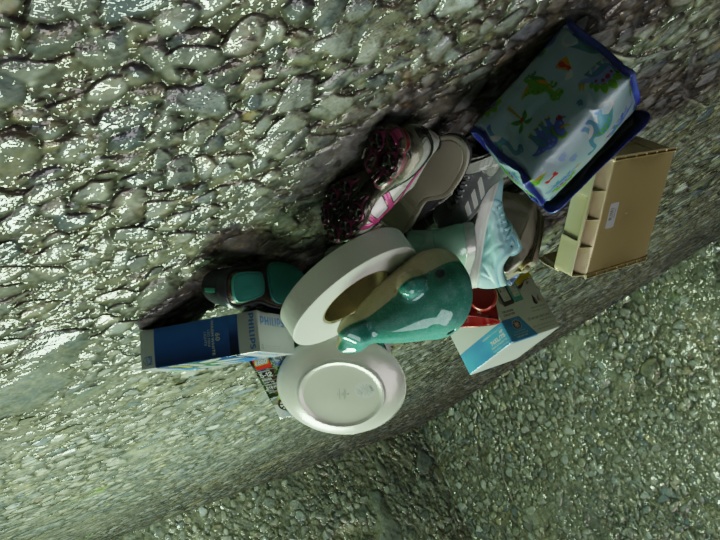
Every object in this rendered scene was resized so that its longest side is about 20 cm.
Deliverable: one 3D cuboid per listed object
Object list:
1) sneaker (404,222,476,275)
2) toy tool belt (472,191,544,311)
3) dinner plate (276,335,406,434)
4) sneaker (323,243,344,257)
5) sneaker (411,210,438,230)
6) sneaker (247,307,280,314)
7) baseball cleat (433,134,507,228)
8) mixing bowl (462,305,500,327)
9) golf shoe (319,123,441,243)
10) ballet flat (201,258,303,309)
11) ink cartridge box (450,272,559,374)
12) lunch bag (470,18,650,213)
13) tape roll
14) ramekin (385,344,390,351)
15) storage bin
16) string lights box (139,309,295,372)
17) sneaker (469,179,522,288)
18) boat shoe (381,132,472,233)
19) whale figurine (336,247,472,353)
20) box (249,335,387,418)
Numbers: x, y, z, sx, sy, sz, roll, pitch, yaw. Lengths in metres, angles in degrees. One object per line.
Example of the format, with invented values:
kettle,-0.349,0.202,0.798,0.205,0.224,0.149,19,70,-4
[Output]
sneaker,0.105,-0.007,1.124,0.116,0.075,0.201,-3,150,1
toy tool belt,0.234,-0.028,1.260,0.123,0.123,0.203,17,91,-77
dinner plate,-0.029,0.181,1.131,0.196,0.024,0.203,0,125,0
sneaker,0.000,0.000,1.147,0.103,0.077,0.200,-16,167,-16
sneaker,0.132,-0.048,1.208,0.079,0.075,0.199,-37,160,16
sneaker,-0.092,0.101,1.193,0.196,0.073,0.083,1,155,13
baseball cleat,0.145,-0.131,1.036,0.105,0.071,0.200,8,139,-37
mixing bowl,0.155,0.039,1.362,0.196,0.111,0.200,2,171,0
golf shoe,0.024,-0.098,0.918,0.091,0.074,0.200,-9,155,-40
ballet flat,-0.147,0.020,1.034,0.073,0.074,0.199,-33,167,22
ink cartridge box,0.258,0.071,1.492,0.145,0.202,0.146,-12,156,-37
lunch bag,0.246,-0.167,0.908,0.170,0.128,0.199,-45,158,11
tape roll,-0.014,0.023,0.993,0.201,0.037,0.203,-33,161,-13
ramekin,-0.039,0.144,1.279,0.196,0.099,0.201,-10,-157,4
storage bin,0.390,-0.107,1.203,0.196,0.093,0.203,-12,121,-35
string lights box,-0.204,0.102,1.076,0.197,0.060,0.102,-11,168,23
sneaker,0.208,-0.063,1.145,0.080,0.074,0.203,4,124,1
boat shoe,0.091,-0.121,0.984,0.063,0.073,0.200,-38,174,-36
whale figurine,0.063,0.058,0.993,0.198,0.104,0.160,-30,160,-18
box,-0.056,0.144,1.144,0.197,0.038,0.138,-16,122,12
